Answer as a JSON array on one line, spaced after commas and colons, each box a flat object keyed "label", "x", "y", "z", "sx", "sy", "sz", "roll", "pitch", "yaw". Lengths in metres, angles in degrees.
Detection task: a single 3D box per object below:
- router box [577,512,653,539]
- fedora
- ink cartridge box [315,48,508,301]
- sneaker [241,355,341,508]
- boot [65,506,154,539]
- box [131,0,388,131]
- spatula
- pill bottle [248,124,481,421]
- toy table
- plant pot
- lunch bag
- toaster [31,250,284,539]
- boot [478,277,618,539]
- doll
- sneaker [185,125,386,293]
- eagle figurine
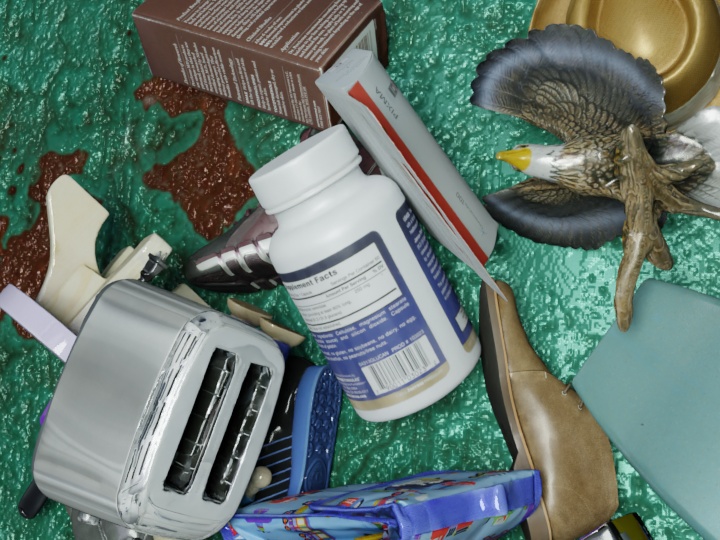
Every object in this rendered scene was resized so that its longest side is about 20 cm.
[{"label": "router box", "x": 0.202, "y": 0.259, "z": 0.654, "sx": 0.051, "sy": 0.149, "sz": 0.202, "roll": -34, "pitch": 70, "yaw": 14}, {"label": "fedora", "x": 0.209, "y": -0.181, "z": 0.767, "sx": 0.198, "sy": 0.082, "sz": 0.204, "roll": -4, "pitch": 78, "yaw": 21}, {"label": "ink cartridge box", "x": 0.046, "y": -0.076, "z": 0.722, "sx": 0.057, "sy": 0.200, "sz": 0.163, "roll": -40, "pitch": 108, "yaw": -3}, {"label": "sneaker", "x": -0.071, "y": 0.170, "z": 0.833, "sx": 0.077, "sy": 0.070, "sz": 0.203, "roll": 6, "pitch": 78, "yaw": 29}, {"label": "boot", "x": -0.181, "y": 0.219, "z": 0.864, "sx": 0.181, "sy": 0.072, "sz": 0.202, "roll": -37, "pitch": 62, "yaw": 27}, {"label": "box", "x": -0.085, "y": -0.197, "z": 0.878, "sx": 0.198, "sy": 0.075, "sz": 0.100, "roll": 23, "pitch": 56, "yaw": 24}, {"label": "spatula", "x": -0.255, "y": 0.159, "z": 0.858, "sx": 0.056, "sy": 0.021, "sz": 0.201, "roll": 40, "pitch": 132, "yaw": 3}, {"label": "pill bottle", "x": 0.000, "y": 0.000, "z": 0.762, "sx": 0.110, "sy": 0.111, "sz": 0.202, "roll": -25, "pitch": 103, "yaw": 16}, {"label": "toy table", "x": -0.214, "y": 0.026, "z": 0.850, "sx": 0.118, "sy": 0.184, "sz": 0.199, "roll": -50, "pitch": 26, "yaw": -16}, {"label": "plant pot", "x": 0.249, "y": 0.104, "z": 0.672, "sx": 0.199, "sy": 0.141, "sz": 0.142, "roll": 39, "pitch": 96, "yaw": 30}, {"label": "lunch bag", "x": 0.023, "y": 0.183, "z": 0.706, "sx": 0.199, "sy": 0.149, "sz": 0.095, "roll": -28, "pitch": 70, "yaw": 40}, {"label": "toaster", "x": -0.137, "y": 0.093, "z": 0.724, "sx": 0.128, "sy": 0.113, "sz": 0.203, "roll": 13, "pitch": 78, "yaw": 42}, {"label": "boot", "x": 0.135, "y": 0.098, "z": 0.766, "sx": 0.074, "sy": 0.074, "sz": 0.203, "roll": -14, "pitch": 79, "yaw": 0}, {"label": "doll", "x": -0.111, "y": 0.129, "z": 0.799, "sx": 0.136, "sy": 0.048, "sz": 0.202, "roll": 27, "pitch": 93, "yaw": 38}, {"label": "sneaker", "x": -0.060, "y": -0.058, "z": 0.871, "sx": 0.197, "sy": 0.076, "sz": 0.117, "roll": -16, "pitch": 68, "yaw": 9}, {"label": "eagle figurine", "x": 0.155, "y": -0.077, "z": 0.707, "sx": 0.150, "sy": 0.200, "sz": 0.152, "roll": 36, "pitch": 99, "yaw": -19}]
